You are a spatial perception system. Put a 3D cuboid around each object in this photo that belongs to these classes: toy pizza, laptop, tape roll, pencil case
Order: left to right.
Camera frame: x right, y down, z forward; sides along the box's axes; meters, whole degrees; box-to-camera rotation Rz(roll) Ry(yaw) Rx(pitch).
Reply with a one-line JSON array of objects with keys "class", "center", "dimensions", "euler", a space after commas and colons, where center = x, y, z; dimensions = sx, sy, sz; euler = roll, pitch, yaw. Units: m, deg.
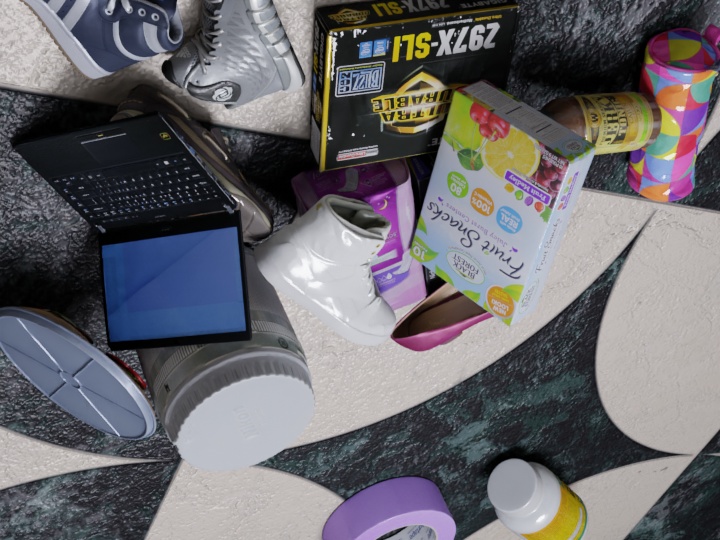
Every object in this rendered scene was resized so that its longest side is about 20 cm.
[{"class": "toy pizza", "center": [-0.287, 0.100, 1.064], "dimensions": [0.032, 0.198, 0.202], "euler": [-56, 150, -31]}, {"class": "laptop", "center": [-0.206, -0.027, 0.943], "dimensions": [0.175, 0.104, 0.200], "euler": [-6, 142, 28]}, {"class": "tape roll", "center": [0.044, 0.404, 1.600], "dimensions": [0.197, 0.066, 0.202], "euler": [-14, 136, -14]}, {"class": "pencil case", "center": [0.352, -0.173, 1.175], "dimensions": [0.087, 0.089, 0.202], "euler": [-16, 138, -12]}]

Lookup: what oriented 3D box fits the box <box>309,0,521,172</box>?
[{"class": "box", "center": [0.050, -0.188, 1.026], "dimensions": [0.197, 0.050, 0.161], "euler": [-11, 134, -18]}]

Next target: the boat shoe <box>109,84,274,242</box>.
[{"class": "boat shoe", "center": [-0.146, -0.101, 0.978], "dimensions": [0.074, 0.074, 0.200], "euler": [-10, 142, 35]}]

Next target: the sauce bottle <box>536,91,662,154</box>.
[{"class": "sauce bottle", "center": [0.229, -0.150, 1.089], "dimensions": [0.198, 0.065, 0.065], "euler": [-12, 138, -34]}]

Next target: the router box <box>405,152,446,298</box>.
[{"class": "router box", "center": [0.134, -0.067, 1.185], "dimensions": [0.155, 0.053, 0.202], "euler": [-18, 138, -9]}]

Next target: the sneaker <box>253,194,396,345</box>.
[{"class": "sneaker", "center": [0.000, 0.000, 1.053], "dimensions": [0.115, 0.074, 0.199], "euler": [-37, 137, 19]}]

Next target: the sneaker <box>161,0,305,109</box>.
[{"class": "sneaker", "center": [-0.128, -0.209, 0.893], "dimensions": [0.114, 0.076, 0.201], "euler": [-25, 139, 1]}]

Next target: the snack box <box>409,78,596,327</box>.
[{"class": "snack box", "center": [0.135, -0.065, 1.039], "dimensions": [0.053, 0.142, 0.202], "euler": [-27, 143, -41]}]

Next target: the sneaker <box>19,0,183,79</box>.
[{"class": "sneaker", "center": [-0.210, -0.232, 0.803], "dimensions": [0.107, 0.071, 0.200], "euler": [-9, 149, 18]}]

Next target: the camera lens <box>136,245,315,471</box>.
[{"class": "camera lens", "center": [-0.146, 0.080, 1.070], "dimensions": [0.158, 0.201, 0.161], "euler": [-17, 140, -15]}]

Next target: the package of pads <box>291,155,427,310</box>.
[{"class": "package of pads", "center": [0.003, -0.032, 1.136], "dimensions": [0.119, 0.076, 0.201], "euler": [-22, 138, -10]}]

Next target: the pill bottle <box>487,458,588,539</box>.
[{"class": "pill bottle", "center": [0.277, 0.370, 1.653], "dimensions": [0.112, 0.113, 0.200], "euler": [-36, 137, 10]}]

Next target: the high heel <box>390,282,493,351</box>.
[{"class": "high heel", "center": [0.122, 0.027, 1.174], "dimensions": [0.096, 0.068, 0.200], "euler": [2, 137, -51]}]
